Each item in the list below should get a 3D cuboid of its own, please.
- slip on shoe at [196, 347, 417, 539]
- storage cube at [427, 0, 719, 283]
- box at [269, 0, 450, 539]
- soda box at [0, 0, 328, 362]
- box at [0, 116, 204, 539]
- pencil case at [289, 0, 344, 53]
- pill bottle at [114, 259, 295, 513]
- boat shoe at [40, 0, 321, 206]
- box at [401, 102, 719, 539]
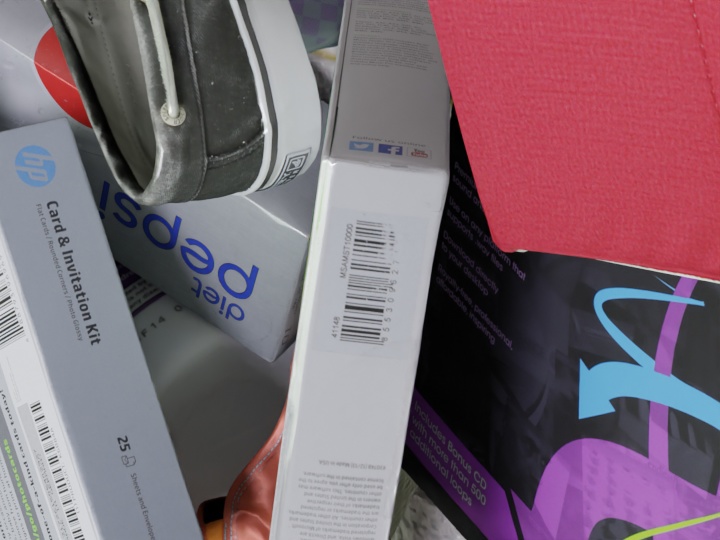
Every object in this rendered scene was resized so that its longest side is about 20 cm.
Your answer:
[{"bbox_3d":[-0.034,0.108,0.879,0.061,0.074,0.200,31,105,15],"label":"slip on shoe"},{"bbox_3d":[0.115,-0.105,0.458,0.171,0.200,0.180,12,121,56],"label":"storage cube"},{"bbox_3d":[0.000,0.000,0.711,0.200,0.036,0.145,-82,1,-67],"label":"box"},{"bbox_3d":[-0.088,-0.056,0.880,0.200,0.063,0.068,33,136,14],"label":"soda box"},{"bbox_3d":[-0.134,0.047,0.887,0.200,0.041,0.156,-27,80,58],"label":"box"},{"bbox_3d":[-0.040,-0.166,0.795,0.083,0.091,0.201,6,113,38],"label":"pencil case"},{"bbox_3d":[-0.100,0.013,0.964,0.200,0.111,0.112,43,140,41],"label":"pill bottle"},{"bbox_3d":[-0.077,-0.113,0.728,0.071,0.064,0.200,-46,64,51],"label":"boat shoe"},{"bbox_3d":[0.070,0.013,0.651,0.143,0.036,0.200,46,139,42],"label":"box"}]
